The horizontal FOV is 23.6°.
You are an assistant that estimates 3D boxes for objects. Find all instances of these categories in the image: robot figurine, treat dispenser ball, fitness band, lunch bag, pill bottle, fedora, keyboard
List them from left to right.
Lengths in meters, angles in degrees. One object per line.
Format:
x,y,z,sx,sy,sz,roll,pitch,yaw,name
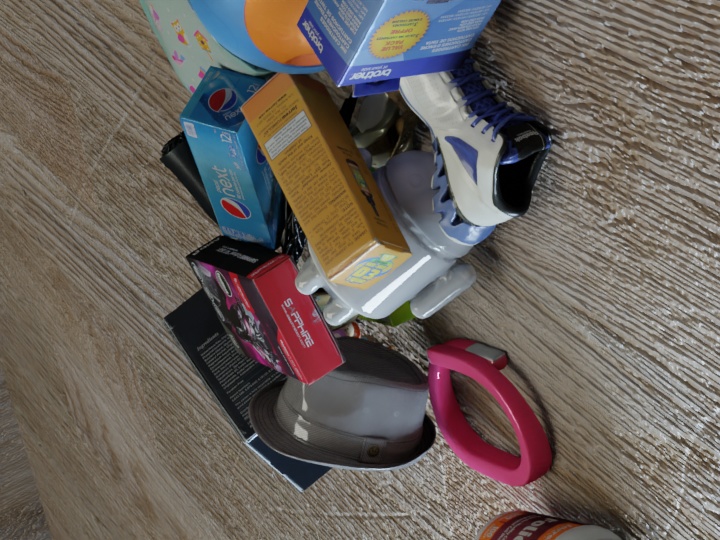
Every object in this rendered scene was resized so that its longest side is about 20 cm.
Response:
-0.137,-0.260,1.683,0.170,0.122,0.201,-28,81,66,lunch bag
-0.056,-0.274,1.505,0.201,0.200,0.201,48,151,37,treat dispenser ball
-0.055,-0.079,1.700,0.104,0.040,0.200,-77,7,-54,keyboard
-0.009,0.128,1.780,0.177,0.199,0.091,-106,29,-63,fedora
0.030,-0.034,1.601,0.170,0.200,0.113,47,-158,-13,robot figurine
0.123,0.143,1.735,0.200,0.037,0.144,16,127,63,fitness band
0.192,0.293,1.628,0.200,0.114,0.114,-3,109,66,pill bottle

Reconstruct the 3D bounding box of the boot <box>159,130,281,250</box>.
-0.139,-0.093,1.913,0.168,0.076,0.200,55,-167,-2,boot

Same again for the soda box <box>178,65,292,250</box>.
-0.114,-0.107,1.679,0.064,0.068,0.200,17,152,18,soda box

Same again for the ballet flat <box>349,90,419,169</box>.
0.019,-0.143,1.642,0.071,0.065,0.200,53,156,18,ballet flat

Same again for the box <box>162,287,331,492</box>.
-0.105,0.126,2.023,0.197,0.124,0.200,51,179,29,box

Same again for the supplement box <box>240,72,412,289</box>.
-0.032,-0.082,1.542,0.069,0.066,0.200,-40,62,21,supplement box

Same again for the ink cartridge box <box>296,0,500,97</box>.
0.041,-0.224,1.367,0.076,0.136,0.200,59,141,24,ink cartridge box

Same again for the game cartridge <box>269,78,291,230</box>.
-0.095,-0.144,1.850,0.134,0.040,0.200,70,178,-47,game cartridge

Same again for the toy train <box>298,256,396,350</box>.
-0.020,0.049,1.930,0.200,0.056,0.150,57,160,-2,toy train

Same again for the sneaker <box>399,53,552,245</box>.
0.107,-0.127,1.469,0.115,0.080,0.200,-13,93,53,sneaker

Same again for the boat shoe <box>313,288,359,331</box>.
0.000,0.000,1.709,0.200,0.076,0.072,-33,38,34,boat shoe

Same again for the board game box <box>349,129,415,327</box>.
0.000,-0.046,1.804,0.102,0.048,0.201,12,123,63,board game box

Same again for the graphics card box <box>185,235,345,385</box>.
-0.099,0.036,1.736,0.126,0.051,0.200,63,162,-19,graphics card box
